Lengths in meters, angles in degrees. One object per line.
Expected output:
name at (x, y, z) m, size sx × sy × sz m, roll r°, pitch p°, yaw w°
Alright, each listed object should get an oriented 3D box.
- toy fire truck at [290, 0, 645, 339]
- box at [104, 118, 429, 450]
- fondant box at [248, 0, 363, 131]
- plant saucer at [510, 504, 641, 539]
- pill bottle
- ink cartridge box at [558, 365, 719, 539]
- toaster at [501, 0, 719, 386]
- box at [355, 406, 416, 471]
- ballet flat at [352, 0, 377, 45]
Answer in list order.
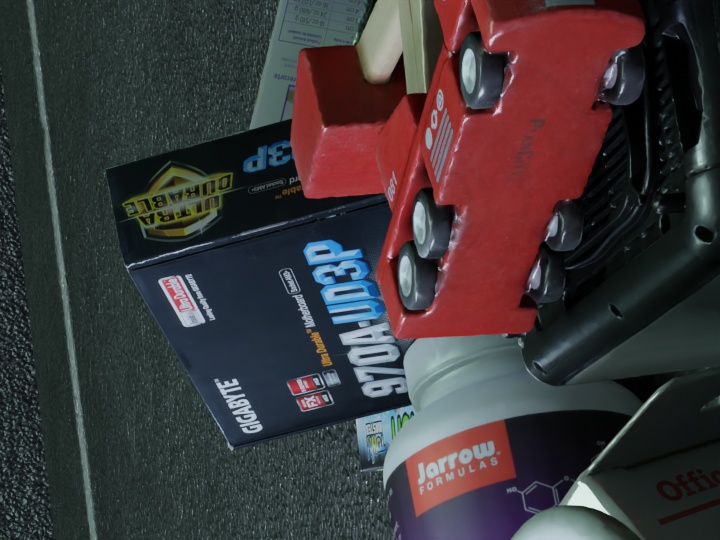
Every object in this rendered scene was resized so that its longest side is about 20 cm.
toy fire truck at (0.027, -0.058, 0.750) m, size 0.200 × 0.049 × 0.141 m, roll 105°, pitch 156°, yaw -50°
box at (0.000, 0.000, 0.976) m, size 0.200 × 0.159 × 0.046 m, roll 71°, pitch -175°, yaw -64°
fondant box at (-0.017, -0.042, 1.163) m, size 0.144 × 0.058 × 0.200 m, roll 45°, pitch -124°, yaw -79°
plant saucer at (0.082, 0.161, 0.654) m, size 0.200 × 0.050 × 0.200 m, roll 175°, pitch 90°, yaw -74°
pill bottle at (0.072, 0.119, 0.963) m, size 0.112 × 0.112 × 0.200 m, roll 113°, pitch 149°, yaw -60°
ink cartridge box at (0.099, 0.114, 0.775) m, size 0.068 × 0.116 × 0.200 m, roll 50°, pitch 130°, yaw 26°
toaster at (0.112, -0.075, 0.749) m, size 0.200 × 0.119 × 0.181 m, roll 130°, pitch 133°, yaw -69°
box at (0.036, 0.043, 1.229) m, size 0.200 × 0.035 × 0.110 m, roll 154°, pitch 111°, yaw -74°
ballet flat at (0.028, -0.087, 0.988) m, size 0.074 × 0.074 × 0.200 m, roll -111°, pitch 27°, yaw -47°
